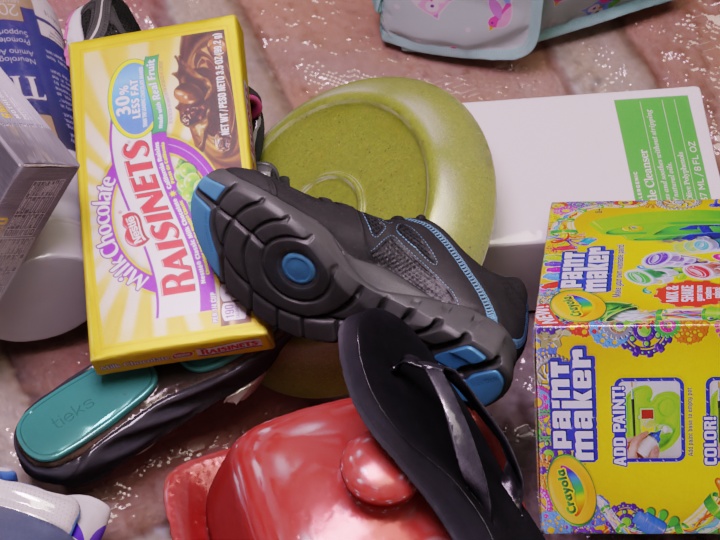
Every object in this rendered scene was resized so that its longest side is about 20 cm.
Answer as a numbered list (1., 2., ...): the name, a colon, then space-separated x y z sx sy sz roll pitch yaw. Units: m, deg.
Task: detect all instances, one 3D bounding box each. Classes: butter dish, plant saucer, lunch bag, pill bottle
1. butter dish: 0.007 0.139 1.614 0.199 0.148 0.200 -12 56 -12
2. plant saucer: -0.014 -0.026 1.727 0.199 0.031 0.201 -16 59 29
3. lunch bag: 0.100 -0.228 1.864 0.199 0.171 0.122 -19 51 -17
4. pill bottle: -0.209 -0.063 1.758 0.110 0.111 0.201 -11 57 -13

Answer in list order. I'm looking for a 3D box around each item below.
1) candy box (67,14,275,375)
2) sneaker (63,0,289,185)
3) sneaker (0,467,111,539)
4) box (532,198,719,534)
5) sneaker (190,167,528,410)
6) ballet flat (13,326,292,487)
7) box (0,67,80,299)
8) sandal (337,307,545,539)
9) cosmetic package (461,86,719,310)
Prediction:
1. candy box: -0.108 -0.044 1.684 0.102 0.026 0.201 -10 66 7
2. sneaker: -0.099 -0.089 1.761 0.086 0.080 0.201 -36 63 11
3. sneaker: -0.168 0.185 1.607 0.200 0.081 0.146 34 63 24
4. box: 0.194 0.049 1.634 0.191 0.123 0.200 -1 20 6
5. sneaker: 0.000 0.000 1.631 0.199 0.073 0.082 32 43 -3
6. ballet flat: -0.104 0.059 1.692 0.199 0.073 0.073 -34 63 -5
7. box: -0.259 -0.034 1.686 0.048 0.200 0.159 -2 44 -50
8. sandal: 0.059 0.101 1.554 0.201 0.043 0.076 56 29 7
9. cosmetic package: 0.109 -0.039 1.786 0.199 0.085 0.108 -5 59 -9
